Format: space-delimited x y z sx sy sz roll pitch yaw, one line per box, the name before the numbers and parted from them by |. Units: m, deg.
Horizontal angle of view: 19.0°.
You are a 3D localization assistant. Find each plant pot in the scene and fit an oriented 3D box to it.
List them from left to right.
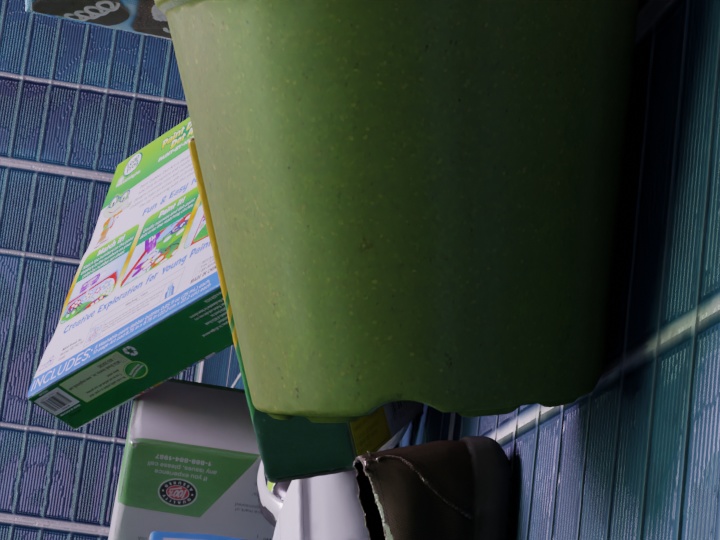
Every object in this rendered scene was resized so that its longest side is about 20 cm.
plant pot | 0.017 -0.047 0.748 0.200 0.200 0.190 -166 72 -83

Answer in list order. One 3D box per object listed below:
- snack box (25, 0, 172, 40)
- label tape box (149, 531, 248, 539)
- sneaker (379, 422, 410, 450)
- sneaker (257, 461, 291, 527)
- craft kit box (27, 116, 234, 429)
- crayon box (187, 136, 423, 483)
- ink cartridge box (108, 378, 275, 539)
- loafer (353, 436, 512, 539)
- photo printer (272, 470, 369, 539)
snack box | -0.084 -0.184 1.240 0.037 0.200 0.116 113 165 -56
label tape box | -0.087 0.249 1.048 0.143 0.066 0.200 -96 16 -66
sneaker | 0.000 0.000 1.164 0.085 0.075 0.200 -22 -71 -78
sneaker | -0.017 0.078 1.215 0.200 0.072 0.083 -95 17 -62
craft kit box | -0.102 -0.021 1.294 0.200 0.049 0.198 -28 37 42
crayon box | -0.027 -0.009 1.052 0.127 0.051 0.200 -28 -73 -72
ink cartridge box | -0.082 0.176 1.315 0.088 0.145 0.200 -96 16 -64
loafer | 0.016 0.160 0.856 0.073 0.071 0.200 112 165 -61
photo printer | -0.013 0.195 1.049 0.200 0.069 0.166 -96 15 -65
